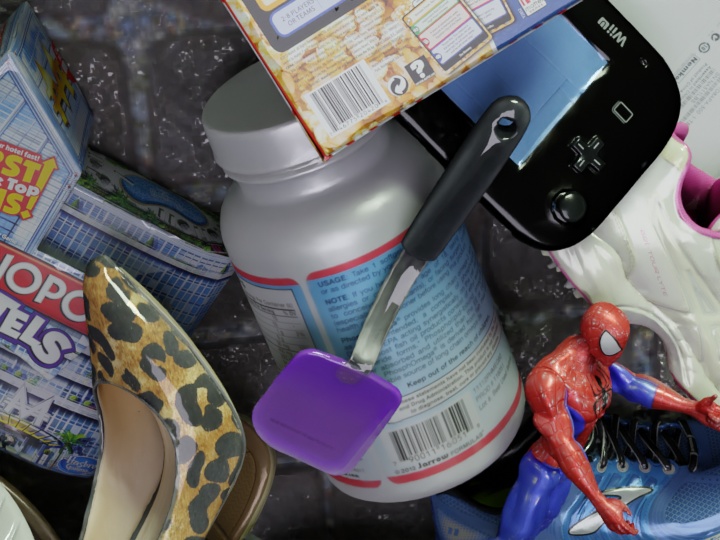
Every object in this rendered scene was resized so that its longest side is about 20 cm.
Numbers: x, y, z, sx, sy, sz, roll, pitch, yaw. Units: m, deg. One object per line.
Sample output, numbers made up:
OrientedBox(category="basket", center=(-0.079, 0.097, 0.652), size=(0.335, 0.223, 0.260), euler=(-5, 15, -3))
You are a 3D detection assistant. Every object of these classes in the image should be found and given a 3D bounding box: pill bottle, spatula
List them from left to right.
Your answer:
OrientedBox(category="pill bottle", center=(0.000, 0.000, 0.940), size=(0.108, 0.109, 0.201), euler=(-18, 118, 7))
OrientedBox(category="spatula", center=(0.017, 0.007, 0.872), size=(0.056, 0.021, 0.201), euler=(25, 111, -15))

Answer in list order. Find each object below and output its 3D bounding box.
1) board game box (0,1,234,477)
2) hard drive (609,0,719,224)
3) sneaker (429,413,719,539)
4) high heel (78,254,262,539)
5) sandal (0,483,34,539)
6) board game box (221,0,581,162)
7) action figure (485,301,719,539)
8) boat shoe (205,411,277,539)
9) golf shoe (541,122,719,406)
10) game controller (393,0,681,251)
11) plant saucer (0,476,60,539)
OrientedBox(category="board game box", center=(-0.162, -0.012, 0.953), size=(0.199, 0.062, 0.200), euler=(27, 116, -17))
OrientedBox(category="hard drive", center=(0.114, -0.115, 0.928), size=(0.199, 0.025, 0.132), euler=(33, 113, -20))
OrientedBox(category="sneaker", center=(0.128, 0.105, 1.024), size=(0.199, 0.079, 0.090), euler=(-17, 121, 7))
OrientedBox(category="high heel", center=(-0.119, 0.107, 0.911), size=(0.142, 0.071, 0.201), euler=(-34, 116, -29))
OrientedBox(category="sandal", center=(-0.230, 0.115, 0.979), size=(0.202, 0.083, 0.050), euler=(30, 163, 22))
OrientedBox(category="board game box", center=(-0.005, -0.168, 0.795), size=(0.151, 0.046, 0.201), euler=(-30, 105, 11))
OrientedBox(category="action figure", center=(0.108, 0.109, 0.944), size=(0.099, 0.065, 0.201), euler=(27, 124, 21))
OrientedBox(category="boat shoe", center=(-0.100, 0.143, 1.045), size=(0.071, 0.064, 0.200), euler=(46, 118, 14))
OrientedBox(category="golf shoe", center=(0.171, 0.011, 0.948), size=(0.091, 0.076, 0.200), euler=(-38, 118, 24))
OrientedBox(category="game controller", center=(0.048, -0.104, 0.869), size=(0.200, 0.042, 0.104), euler=(44, 88, -12))
OrientedBox(category="plant saucer", center=(-0.228, 0.177, 1.045), size=(0.198, 0.029, 0.202), euler=(4, 108, 14))
